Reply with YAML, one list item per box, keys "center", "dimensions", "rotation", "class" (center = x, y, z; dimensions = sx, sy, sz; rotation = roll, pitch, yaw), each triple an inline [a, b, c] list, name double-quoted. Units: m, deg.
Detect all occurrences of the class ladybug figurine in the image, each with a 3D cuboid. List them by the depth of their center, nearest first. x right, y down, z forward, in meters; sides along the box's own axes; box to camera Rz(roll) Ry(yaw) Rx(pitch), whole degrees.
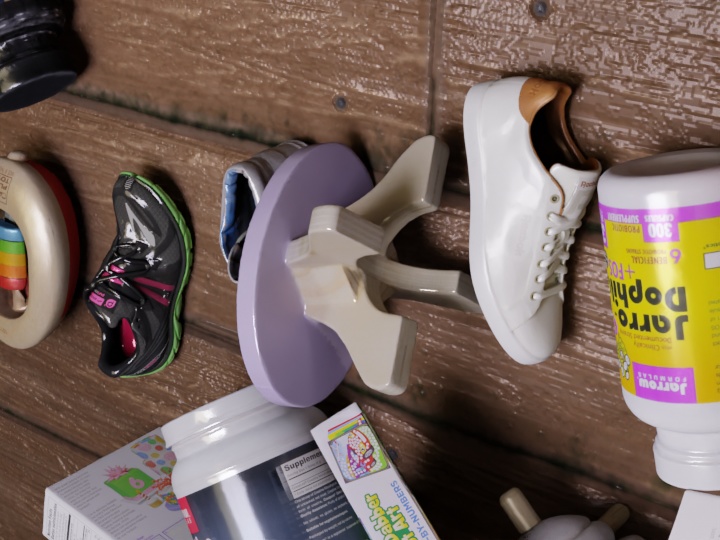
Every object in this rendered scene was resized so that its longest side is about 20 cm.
- center: [-0.323, -0.022, 1.177]
  dimensions: [0.135, 0.072, 0.201]
  rotation: [24, 120, 29]
  class: "ladybug figurine"

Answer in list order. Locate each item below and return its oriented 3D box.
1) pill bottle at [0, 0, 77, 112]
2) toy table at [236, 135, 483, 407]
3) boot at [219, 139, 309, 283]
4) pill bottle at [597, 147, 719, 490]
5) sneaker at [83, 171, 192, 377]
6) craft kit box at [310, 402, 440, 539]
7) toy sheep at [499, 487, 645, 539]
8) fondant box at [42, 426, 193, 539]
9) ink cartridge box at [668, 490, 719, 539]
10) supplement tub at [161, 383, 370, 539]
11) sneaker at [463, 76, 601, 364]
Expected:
- center: [-0.332, -0.249, 1.079]
  dimensions: [0.112, 0.112, 0.201]
  rotation: [-25, 89, 41]
  class: "pill bottle"
- center: [0.000, 0.000, 0.874]
  dimensions: [0.117, 0.183, 0.201]
  rotation: [-3, 81, 42]
  class: "toy table"
- center: [-0.073, 0.001, 0.972]
  dimensions: [0.073, 0.095, 0.201]
  rotation: [9, 111, 36]
  class: "boot"
- center: [0.210, 0.030, 0.755]
  dimensions: [0.104, 0.104, 0.201]
  rotation: [-1, 105, 38]
  class: "pill bottle"
- center: [-0.203, 0.010, 1.086]
  dimensions: [0.077, 0.084, 0.201]
  rotation: [17, 116, 32]
  class: "sneaker"
- center: [0.051, 0.218, 0.871]
  dimensions: [0.198, 0.048, 0.200]
  rotation: [59, 178, 36]
  class: "craft kit box"
- center: [0.163, 0.237, 0.846]
  dimensions: [0.200, 0.138, 0.138]
  rotation: [50, 129, 13]
  class: "toy sheep"
- center: [-0.167, 0.238, 1.098]
  dimensions: [0.200, 0.144, 0.058]
  rotation: [30, 124, 27]
  class: "fondant box"
- center: [0.292, 0.216, 0.723]
  dimensions: [0.199, 0.084, 0.146]
  rotation: [7, 147, 35]
  class: "ink cartridge box"
- center: [-0.069, 0.197, 0.984]
  dimensions: [0.140, 0.140, 0.201]
  rotation: [-29, 82, 41]
  class: "supplement tub"
- center: [0.123, -0.031, 0.822]
  dimensions: [0.084, 0.073, 0.201]
  rotation: [-1, 104, 41]
  class: "sneaker"
